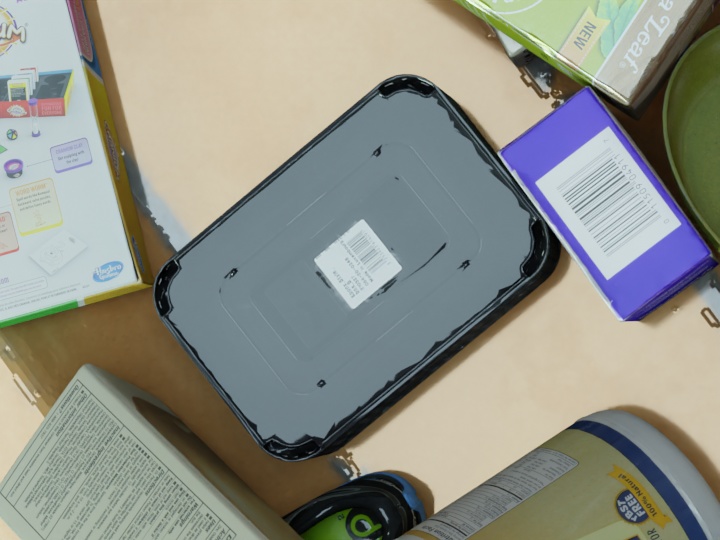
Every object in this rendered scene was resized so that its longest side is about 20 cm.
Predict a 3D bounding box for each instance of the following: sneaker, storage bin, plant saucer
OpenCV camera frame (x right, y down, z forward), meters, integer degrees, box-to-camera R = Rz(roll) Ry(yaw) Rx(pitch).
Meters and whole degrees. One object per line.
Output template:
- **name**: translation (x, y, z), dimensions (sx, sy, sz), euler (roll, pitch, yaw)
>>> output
- **sneaker**: translation (-0.054, 0.177, 1.671), dimensions (0.199, 0.083, 0.071), euler (-34, 84, 6)
- **storage bin**: translation (0.000, 0.000, 1.664), dimensions (0.200, 0.094, 0.135), euler (-39, 83, 6)
- **plant saucer**: translation (0.245, -0.048, 1.554), dimensions (0.199, 0.031, 0.201), euler (10, 54, -14)

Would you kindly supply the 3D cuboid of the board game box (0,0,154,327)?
- **board game box**: translation (-0.217, -0.069, 1.722), dimensions (0.152, 0.040, 0.201), euler (-14, 86, 8)

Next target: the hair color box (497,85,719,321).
- **hair color box**: translation (0.135, -0.032, 1.590), dimensions (0.065, 0.200, 0.110), euler (-37, 84, 7)

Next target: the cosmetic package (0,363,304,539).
- **cosmetic package**: translation (-0.107, 0.150, 1.635), dimensions (0.105, 0.071, 0.200), euler (-53, 48, 6)

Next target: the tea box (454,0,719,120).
- **tea box**: translation (0.118, -0.216, 1.557), dimensions (0.196, 0.134, 0.201), euler (33, 94, 6)

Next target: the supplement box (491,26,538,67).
- **supplement box**: translation (0.141, -0.217, 1.658), dimensions (0.199, 0.074, 0.126), euler (-29, 85, 6)

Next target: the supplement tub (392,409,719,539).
- **supplement tub**: translation (0.092, 0.181, 1.589), dimensions (0.200, 0.144, 0.145), euler (-32, 84, -20)
